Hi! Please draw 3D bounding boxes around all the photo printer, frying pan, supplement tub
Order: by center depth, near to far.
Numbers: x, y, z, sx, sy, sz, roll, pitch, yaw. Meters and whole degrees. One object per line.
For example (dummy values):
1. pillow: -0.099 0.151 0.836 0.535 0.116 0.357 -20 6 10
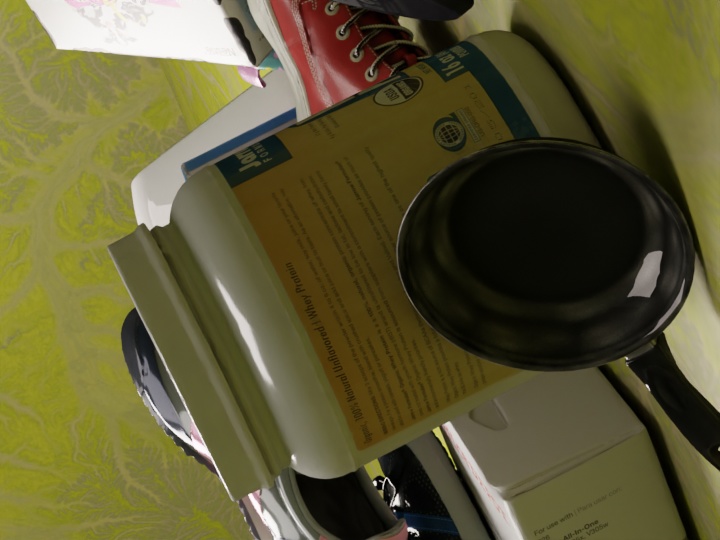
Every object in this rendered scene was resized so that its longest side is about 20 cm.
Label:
1. frying pan: 0.105 0.007 0.889 0.115 0.189 0.031 -55 17 38
2. supplement tub: 0.007 0.000 0.980 0.145 0.199 0.145 62 174 12
3. photo printer: -0.060 -0.032 1.522 0.069 0.200 0.167 -15 -104 -53

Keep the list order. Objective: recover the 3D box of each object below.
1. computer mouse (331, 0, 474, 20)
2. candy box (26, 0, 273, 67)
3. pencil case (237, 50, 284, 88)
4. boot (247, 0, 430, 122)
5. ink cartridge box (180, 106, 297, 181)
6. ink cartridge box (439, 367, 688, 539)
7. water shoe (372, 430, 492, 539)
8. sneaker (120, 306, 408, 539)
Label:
1. computer mouse: -0.042 -0.159 1.020 0.138 0.199 0.053 42 -118 -83
2. candy box: -0.136 -0.208 1.214 0.167 0.072 0.200 9 141 41
3. pencil case: -0.065 -0.203 1.304 0.088 0.087 0.201 57 170 50
4. boot: 0.012 -0.118 1.140 0.144 0.072 0.201 -2 105 61
5. ink cartridge box: 0.000 0.000 1.316 0.146 0.146 0.200 61 173 16
6. ink cartridge box: 0.117 0.141 1.198 0.201 0.084 0.146 67 174 -30
7. water shoe: 0.035 0.162 1.209 0.201 0.079 0.072 62 175 26
8. sneaker: -0.044 0.082 1.185 0.200 0.070 0.082 50 138 9
